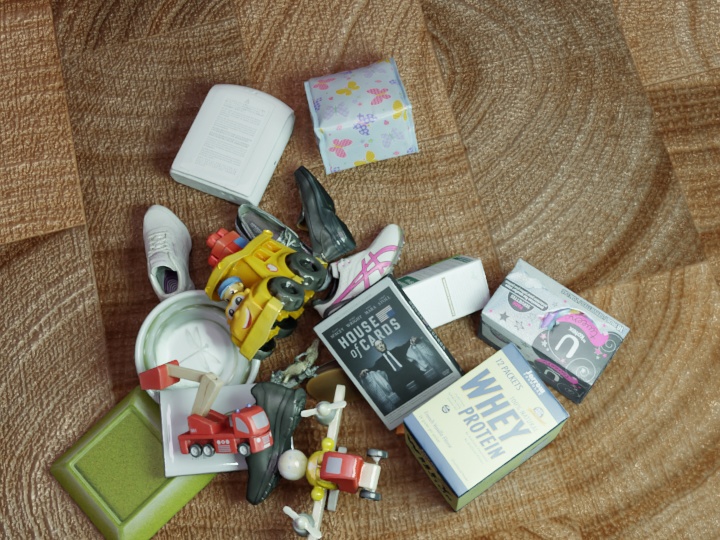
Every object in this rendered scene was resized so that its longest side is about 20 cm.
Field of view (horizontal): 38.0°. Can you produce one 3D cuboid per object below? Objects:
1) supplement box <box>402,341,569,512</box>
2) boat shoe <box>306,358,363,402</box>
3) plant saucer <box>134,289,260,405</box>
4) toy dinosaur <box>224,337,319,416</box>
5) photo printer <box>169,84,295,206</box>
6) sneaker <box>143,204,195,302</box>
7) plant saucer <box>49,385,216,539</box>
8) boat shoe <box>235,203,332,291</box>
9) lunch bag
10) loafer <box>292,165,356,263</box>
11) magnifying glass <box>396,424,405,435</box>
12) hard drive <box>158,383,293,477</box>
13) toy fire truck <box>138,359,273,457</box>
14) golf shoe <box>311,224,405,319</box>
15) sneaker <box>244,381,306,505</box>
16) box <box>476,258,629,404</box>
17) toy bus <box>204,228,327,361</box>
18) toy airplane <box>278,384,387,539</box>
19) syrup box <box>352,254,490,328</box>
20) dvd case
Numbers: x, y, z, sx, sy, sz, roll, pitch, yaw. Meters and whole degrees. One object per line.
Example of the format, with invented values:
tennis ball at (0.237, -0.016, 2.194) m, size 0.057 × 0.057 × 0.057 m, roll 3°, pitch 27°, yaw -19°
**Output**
supplement box at (0.181, 0.237, 1.547) m, size 0.200 × 0.200 × 0.134 m, roll -35°, pitch 72°, yaw -8°
boat shoe at (0.012, 0.154, 1.651) m, size 0.199 × 0.071 × 0.070 m, roll -13°, pitch 36°, yaw 15°
plant saucer at (-0.261, 0.131, 1.670) m, size 0.199 × 0.050 × 0.201 m, roll 1°, pitch 88°, yaw -17°
toy dinosaur at (-0.118, 0.169, 1.619) m, size 0.200 × 0.088 × 0.048 m, roll -35°, pitch 91°, yaw -31°
photo printer at (-0.214, -0.222, 1.798) m, size 0.166 × 0.069 × 0.201 m, roll 19°, pitch 73°, yaw 10°
sneaker at (-0.317, -0.026, 1.723) m, size 0.075 × 0.100 × 0.201 m, roll -18°, pitch 70°, yaw -1°
plant saucer at (-0.361, 0.309, 1.637) m, size 0.200 × 0.048 × 0.200 m, roll -43°, pitch 74°, yaw -11°
boat shoe at (-0.134, -0.037, 1.729) m, size 0.200 × 0.071 × 0.072 m, roll 35°, pitch 77°, yaw 13°
lunch bag at (-0.001, -0.272, 1.773) m, size 0.169 × 0.127 × 0.200 m, roll -15°, pitch 45°, yaw -1°
loafer at (-0.079, -0.095, 1.734) m, size 0.072 × 0.073 × 0.200 m, roll -34°, pitch 49°, yaw 8°
magnifying glass at (0.069, 0.162, 1.674) m, size 0.079 × 0.022 × 0.201 m, roll -1°, pitch 73°, yaw 5°
hard drive at (-0.208, 0.246, 1.627) m, size 0.199 × 0.025 × 0.132 m, roll -2°, pitch 72°, yaw -16°
toy fire truck at (-0.228, 0.202, 1.545) m, size 0.199 × 0.049 × 0.142 m, roll -7°, pitch 96°, yaw 30°
golf shoe at (0.000, 0.000, 1.695) m, size 0.092 × 0.073 × 0.200 m, roll 34°, pitch 74°, yaw -9°
sneaker at (-0.146, 0.256, 1.576) m, size 0.090 × 0.076 × 0.201 m, roll 19°, pitch 102°, yaw 10°
box at (0.294, 0.097, 1.623) m, size 0.200 × 0.132 × 0.115 m, roll 33°, pitch 75°, yaw 14°
toy bus at (-0.171, 0.019, 1.622) m, size 0.192 × 0.200 × 0.136 m, roll 36°, pitch 119°, yaw 2°
toy airplane at (-0.056, 0.296, 1.548) m, size 0.141 × 0.200 × 0.200 m, roll 14°, pitch 29°, yaw -14°
syrup box at (0.096, 0.046, 1.648) m, size 0.199 × 0.079 × 0.082 m, roll -19°, pitch 102°, yaw -17°
dvd case at (0.045, 0.124, 1.577) m, size 0.150 × 0.025 × 0.200 m, roll -35°, pitch 96°, yaw 20°
